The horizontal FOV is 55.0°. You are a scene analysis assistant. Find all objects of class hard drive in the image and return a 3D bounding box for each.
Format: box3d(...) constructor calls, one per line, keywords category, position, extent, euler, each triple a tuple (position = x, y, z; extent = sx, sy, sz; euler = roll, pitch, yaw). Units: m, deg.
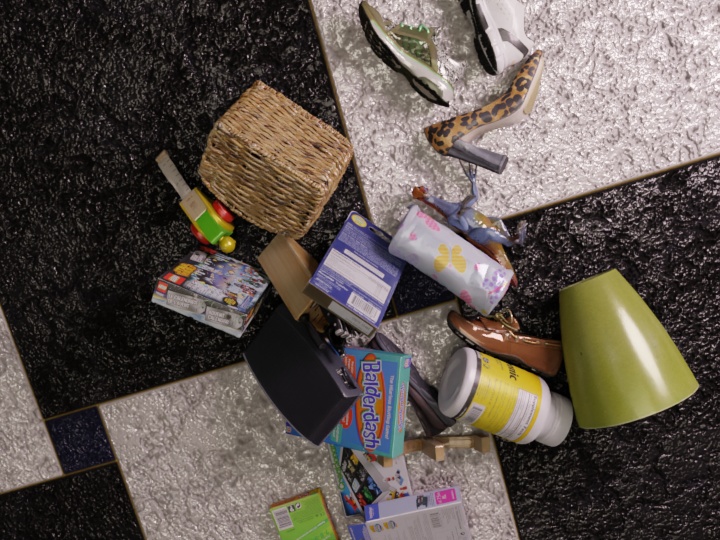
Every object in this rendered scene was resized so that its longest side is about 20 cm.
box3d(category="hard drive", position=(-0.099, 0.162, 1.087), extent=(0.200, 0.042, 0.136), euler=(48, 109, 22))

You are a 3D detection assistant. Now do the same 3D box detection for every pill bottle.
box3d(category="pill bottle", position=(0.231, 0.207, 1.099), extent=(0.196, 0.111, 0.113), euler=(23, 101, -10))

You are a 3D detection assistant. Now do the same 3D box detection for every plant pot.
box3d(category="plant pot", position=(0.383, 0.109, 1.060), extent=(0.183, 0.187, 0.204), euler=(-22, 84, 6))

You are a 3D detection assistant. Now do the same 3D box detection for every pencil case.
box3d(category="pencil case", position=(0.137, -0.015, 1.063), extent=(0.198, 0.091, 0.084), euler=(34, 91, 7))

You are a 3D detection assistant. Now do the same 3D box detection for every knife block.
box3d(category="knife block", position=(-0.079, 0.039, 1.053), extent=(0.200, 0.176, 0.064), euler=(43, 100, -5))

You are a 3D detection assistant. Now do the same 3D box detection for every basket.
box3d(category="basket", position=(-0.132, -0.163, 1.078), extent=(0.197, 0.150, 0.144), euler=(31, 133, -3))

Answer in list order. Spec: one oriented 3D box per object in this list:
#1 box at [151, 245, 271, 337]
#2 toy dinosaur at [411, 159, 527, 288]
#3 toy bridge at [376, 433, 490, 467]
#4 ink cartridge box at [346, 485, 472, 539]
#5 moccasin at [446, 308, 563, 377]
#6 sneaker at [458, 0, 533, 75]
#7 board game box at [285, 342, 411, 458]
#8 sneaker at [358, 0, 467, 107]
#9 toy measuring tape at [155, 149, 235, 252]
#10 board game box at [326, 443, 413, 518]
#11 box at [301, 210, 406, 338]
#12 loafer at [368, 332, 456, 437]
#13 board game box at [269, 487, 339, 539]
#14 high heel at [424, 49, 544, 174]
box3d(category="box", position=(-0.215, 0.025, 1.045), extent=(0.134, 0.200, 0.041), euler=(22, 106, -2))
box3d(category="toy dinosaur", position=(0.162, -0.070, 1.072), extent=(0.177, 0.105, 0.205), euler=(11, 112, 19))
box3d(category="toy bridge", position=(0.118, 0.292, 1.141), extent=(0.195, 0.067, 0.028), euler=(-3, 90, -19))
box3d(category="ink cartridge box", position=(0.083, 0.433, 1.167), extent=(0.195, 0.042, 0.121), euler=(-15, 123, 3))
box3d(category="moccasin", position=(0.233, 0.103, 1.105), extent=(0.197, 0.074, 0.079), euler=(20, 92, 2))
box3d(category="sneaker", position=(0.194, -0.399, 1.025), extent=(0.079, 0.074, 0.204), euler=(-23, 103, -8))
box3d(category="board game box", position=(-0.022, 0.197, 1.095), extent=(0.196, 0.045, 0.156), euler=(5, 90, 27))
box3d(category="sneaker", position=(0.081, -0.340, 1.041), extent=(0.199, 0.077, 0.089), euler=(41, 86, -10))
box3d(category="toy measuring tape", position=(-0.256, -0.106, 1.105), extent=(0.073, 0.073, 0.201), euler=(-41, 74, 9))
box3d(category="board game box", position=(0.011, 0.308, 1.169), extent=(0.123, 0.035, 0.205), euler=(-12, 99, 5))
box3d(category="box", position=(0.000, 0.000, 1.050), extent=(0.120, 0.201, 0.033), euler=(33, 131, -4))
box3d(category="loafer", position=(0.074, 0.193, 1.131), extent=(0.063, 0.072, 0.200), euler=(-40, 99, 13))
box3d(category="board game box", position=(-0.080, 0.489, 1.211), extent=(0.093, 0.030, 0.204), euler=(-19, 96, 6))
box3d(category="high heel", position=(0.188, -0.260, 1.053), extent=(0.140, 0.071, 0.204), euler=(24, 87, 20))
